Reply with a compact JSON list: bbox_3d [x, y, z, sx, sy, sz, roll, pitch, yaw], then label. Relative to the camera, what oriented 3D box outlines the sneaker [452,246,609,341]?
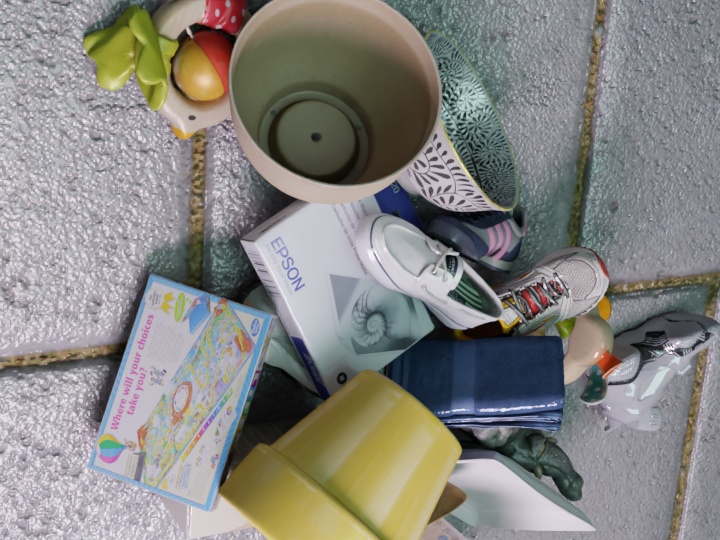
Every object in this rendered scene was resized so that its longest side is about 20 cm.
[{"bbox_3d":[0.189,0.041,1.338,0.079,0.199,0.082,59,30,0],"label":"sneaker"}]

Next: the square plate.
[{"bbox_3d":[0.145,0.254,1.398,0.199,0.197,0.029,37,59,-33],"label":"square plate"}]

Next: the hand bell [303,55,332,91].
[{"bbox_3d":[-0.004,-0.271,1.202,0.103,0.104,0.202,20,108,-33],"label":"hand bell"}]

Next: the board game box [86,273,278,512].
[{"bbox_3d":[-0.175,0.120,1.187,0.133,0.034,0.203,18,87,7],"label":"board game box"}]

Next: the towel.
[{"bbox_3d":[0.125,0.122,1.301,0.197,0.113,0.049,-3,135,13],"label":"towel"}]

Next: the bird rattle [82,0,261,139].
[{"bbox_3d":[-0.156,-0.220,1.135,0.200,0.112,0.164,-46,135,-24],"label":"bird rattle"}]

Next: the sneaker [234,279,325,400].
[{"bbox_3d":[-0.060,0.082,1.284,0.199,0.074,0.080,37,82,-33],"label":"sneaker"}]

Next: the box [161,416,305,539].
[{"bbox_3d":[-0.108,0.218,1.289,0.197,0.095,0.079,-5,109,-27],"label":"box"}]

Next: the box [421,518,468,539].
[{"bbox_3d":[0.082,0.366,1.381,0.100,0.200,0.114,-22,116,-21],"label":"box"}]

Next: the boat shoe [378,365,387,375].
[{"bbox_3d":[-0.009,0.037,1.297,0.071,0.070,0.202,-35,118,-11],"label":"boat shoe"}]

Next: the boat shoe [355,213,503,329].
[{"bbox_3d":[0.078,-0.003,1.232,0.199,0.066,0.075,33,60,-42],"label":"boat shoe"}]

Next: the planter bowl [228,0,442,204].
[{"bbox_3d":[-0.034,-0.148,1.143,0.197,0.135,0.203,4,71,-11],"label":"planter bowl"}]

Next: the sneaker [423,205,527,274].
[{"bbox_3d":[0.130,-0.052,1.315,0.083,0.070,0.199,-65,157,5],"label":"sneaker"}]

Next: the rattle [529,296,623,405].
[{"bbox_3d":[0.282,0.094,1.402,0.142,0.199,0.131,31,89,-33],"label":"rattle"}]

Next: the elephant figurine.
[{"bbox_3d":[0.165,0.188,1.403,0.140,0.156,0.201,-24,139,-7],"label":"elephant figurine"}]

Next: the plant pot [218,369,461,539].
[{"bbox_3d":[-0.006,0.209,1.169,0.189,0.200,0.201,-50,123,-12],"label":"plant pot"}]

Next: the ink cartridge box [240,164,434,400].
[{"bbox_3d":[0.000,0.000,1.241,0.199,0.040,0.201,-37,113,-24],"label":"ink cartridge box"}]

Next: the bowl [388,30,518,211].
[{"bbox_3d":[0.079,-0.137,1.250,0.093,0.202,0.201,-24,125,23],"label":"bowl"}]

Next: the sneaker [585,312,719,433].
[{"bbox_3d":[0.381,0.134,1.551,0.197,0.075,0.116,-20,116,-17],"label":"sneaker"}]

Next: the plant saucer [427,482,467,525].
[{"bbox_3d":[0.021,0.271,1.336,0.198,0.200,0.036,-20,88,-22],"label":"plant saucer"}]
